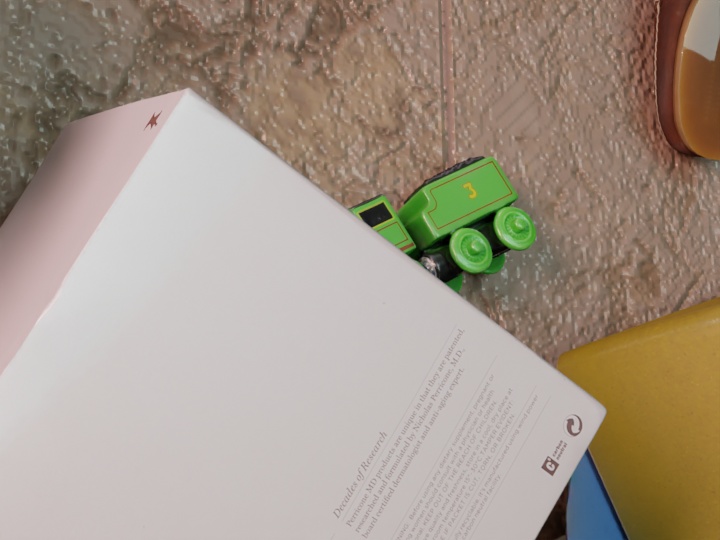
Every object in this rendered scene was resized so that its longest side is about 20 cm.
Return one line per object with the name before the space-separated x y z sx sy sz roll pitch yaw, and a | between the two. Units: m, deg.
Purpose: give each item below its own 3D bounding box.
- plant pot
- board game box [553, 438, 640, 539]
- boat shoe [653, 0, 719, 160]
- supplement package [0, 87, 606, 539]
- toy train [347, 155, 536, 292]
plant pot | 0.245 0.080 0.889 0.200 0.176 0.201 -14 77 -48
board game box | 0.156 0.157 0.921 0.158 0.039 0.200 -35 94 -49
boat shoe | 0.192 -0.158 1.023 0.070 0.070 0.201 14 89 -27
supplement package | -0.059 0.073 0.709 0.200 0.147 0.192 37 75 -20
toy train | 0.000 0.000 0.866 0.200 0.042 0.057 -25 81 -37
